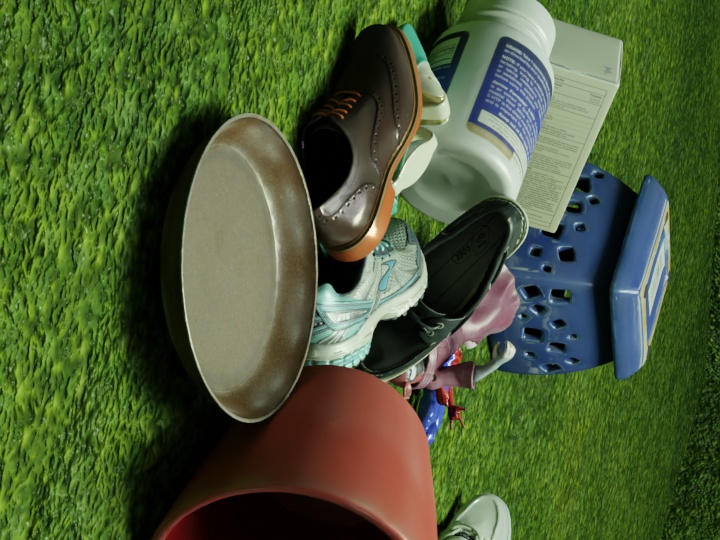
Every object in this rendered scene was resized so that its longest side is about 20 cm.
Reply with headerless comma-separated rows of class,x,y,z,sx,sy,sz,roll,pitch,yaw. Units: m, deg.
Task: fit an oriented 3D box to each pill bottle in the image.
pill bottle,0.107,-0.150,1.539,0.120,0.119,0.201,77,29,-50

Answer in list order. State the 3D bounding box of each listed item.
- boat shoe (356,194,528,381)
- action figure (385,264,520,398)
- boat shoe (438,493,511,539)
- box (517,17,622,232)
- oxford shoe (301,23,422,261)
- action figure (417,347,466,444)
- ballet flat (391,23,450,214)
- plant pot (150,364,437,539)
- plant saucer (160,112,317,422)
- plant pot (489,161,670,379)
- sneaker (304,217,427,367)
boat shoe,0.063,0.018,1.451,0.199,0.075,0.066,-41,179,7
action figure,0.063,0.051,1.600,0.200,0.134,0.149,-47,-173,-38
boat shoe,0.115,0.310,1.874,0.067,0.073,0.201,86,23,-44
box,0.187,-0.144,1.729,0.078,0.094,0.201,-75,-176,-48
oxford shoe,-0.003,-0.111,1.312,0.073,0.071,0.202,43,48,-48
action figure,0.075,0.128,1.708,0.065,0.051,0.202,53,46,-61
ballet flat,0.035,-0.119,1.415,0.068,0.070,0.201,76,29,-51
plant pot,-0.034,0.171,1.189,0.178,0.198,0.202,-73,164,-57
plant saucer,-0.081,-0.002,1.137,0.200,0.032,0.202,1,90,-67
plant pot,0.253,-0.001,1.974,0.201,0.178,0.201,76,30,-50
sneaker,0.000,0.000,1.363,0.200,0.077,0.087,-55,146,-53
